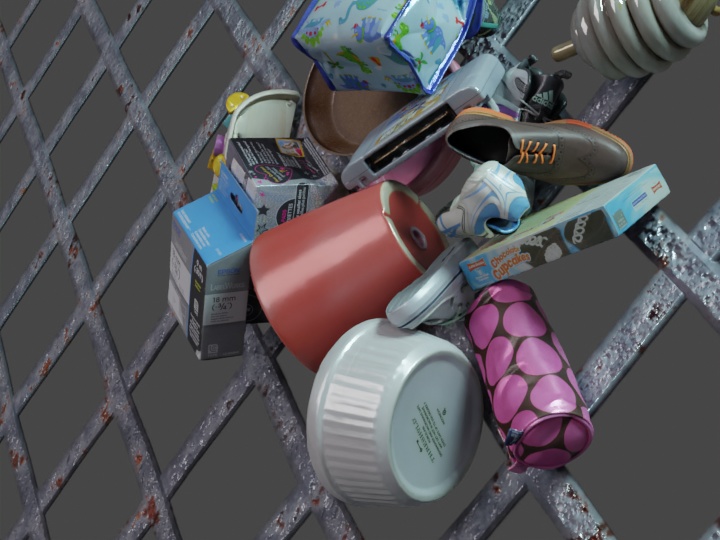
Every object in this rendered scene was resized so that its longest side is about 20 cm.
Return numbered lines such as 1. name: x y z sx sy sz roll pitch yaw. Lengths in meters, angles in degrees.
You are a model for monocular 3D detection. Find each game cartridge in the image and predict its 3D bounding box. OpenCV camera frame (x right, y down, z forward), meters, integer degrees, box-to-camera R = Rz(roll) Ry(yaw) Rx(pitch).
1. game cartridge: 0.072 -0.172 1.682 0.200 0.042 0.133 -33 17 27

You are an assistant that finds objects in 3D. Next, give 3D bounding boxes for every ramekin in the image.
1. ramekin: 0.045 0.153 1.527 0.094 0.202 0.204 7 74 41

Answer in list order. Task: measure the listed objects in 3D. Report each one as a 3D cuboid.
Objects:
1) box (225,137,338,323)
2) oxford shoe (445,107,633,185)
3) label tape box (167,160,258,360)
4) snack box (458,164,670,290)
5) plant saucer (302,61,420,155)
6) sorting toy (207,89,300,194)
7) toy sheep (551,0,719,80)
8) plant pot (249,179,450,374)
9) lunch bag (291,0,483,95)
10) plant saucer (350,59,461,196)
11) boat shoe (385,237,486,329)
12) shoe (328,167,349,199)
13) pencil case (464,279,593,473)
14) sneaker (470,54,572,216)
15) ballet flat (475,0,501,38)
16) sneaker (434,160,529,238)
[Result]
1. box: -0.112 -0.050 1.861 0.132 0.114 0.201 -122 35 -52
2. oxford shoe: 0.184 -0.122 1.546 0.199 0.073 0.072 10 109 16
3. label tape box: -0.186 -0.014 1.815 0.144 0.063 0.201 -129 40 -52
4. snack box: 0.207 -0.043 1.511 0.199 0.037 0.116 -22 9 45
5. plant saucer: 0.014 -0.231 1.836 0.200 0.037 0.202 -17 62 36
6. sorting toy: -0.177 -0.149 2.122 0.180 0.106 0.201 139 144 -61
7. toy sheep: 0.285 -0.265 1.529 0.199 0.138 0.139 -24 50 38
8. plant pot: 0.000 0.000 1.700 0.177 0.200 0.201 -31 45 23
9. lunch bag: 0.045 -0.310 1.732 0.169 0.127 0.201 8 61 42
10. plant saucer: 0.070 -0.169 1.822 0.200 0.051 0.202 -32 45 39
11. boat shoe: 0.095 0.025 1.565 0.073 0.067 0.200 -33 5 35
12. shoe: -0.037 -0.087 1.917 0.200 0.053 0.070 -115 16 -52
13. pencil case: 0.163 0.106 1.490 0.094 0.090 0.201 -50 33 30
14. sneaker: 0.188 -0.166 1.638 0.140 0.077 0.201 -42 40 29
15. ballet flat: 0.123 -0.346 1.855 0.074 0.074 0.200 -49 36 20
16. sneaker: 0.129 -0.059 1.552 0.072 0.073 0.200 -40 -3 -10
